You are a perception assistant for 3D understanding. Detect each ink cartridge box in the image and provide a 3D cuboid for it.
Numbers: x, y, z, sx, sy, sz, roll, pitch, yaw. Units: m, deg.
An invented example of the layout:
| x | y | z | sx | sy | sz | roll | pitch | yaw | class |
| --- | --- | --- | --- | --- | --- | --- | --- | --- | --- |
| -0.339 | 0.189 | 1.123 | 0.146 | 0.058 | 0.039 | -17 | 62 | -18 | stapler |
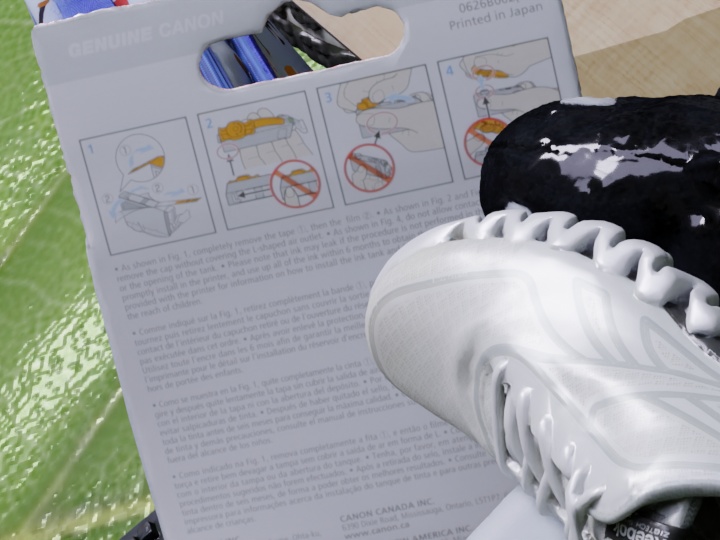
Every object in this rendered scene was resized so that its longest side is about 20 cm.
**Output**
| x | y | z | sx | sy | sz | roll | pitch | yaw | class |
| --- | --- | --- | --- | --- | --- | --- | --- | --- | --- |
| 0.000 | 0.000 | 0.864 | 0.161 | 0.201 | 0.050 | -12 | 16 | 7 | ink cartridge box |

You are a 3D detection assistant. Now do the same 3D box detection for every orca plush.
| x | y | z | sx | sy | sz | roll | pitch | yaw | class |
| --- | --- | --- | --- | --- | --- | --- | --- | --- | --- |
| 0.115 | 0.001 | 0.755 | 0.200 | 0.071 | 0.105 | 38 | 91 | 22 | orca plush |

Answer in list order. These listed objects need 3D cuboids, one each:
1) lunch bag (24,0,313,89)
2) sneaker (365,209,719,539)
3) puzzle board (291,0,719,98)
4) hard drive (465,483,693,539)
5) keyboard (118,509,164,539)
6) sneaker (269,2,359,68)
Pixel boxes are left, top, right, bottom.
| x | y | z | sx | sy | sz | roll | pitch | yaw | class |
| --- | --- | --- | --- | --- | --- | --- | --- | --- | --- |
| -0.043 | -0.036 | 0.973 | 0.075 | 0.160 | 0.200 | -37 | 42 | 6 | lunch bag |
| 0.071 | 0.044 | 0.730 | 0.199 | 0.075 | 0.081 | 22 | 48 | 36 | sneaker |
| 0.078 | -0.105 | 0.963 | 0.200 | 0.017 | 0.151 | 41 | 96 | 17 | puzzle board |
| 0.121 | 0.063 | 0.783 | 0.131 | 0.027 | 0.200 | 15 | 36 | 28 | hard drive |
| -0.034 | 0.144 | 0.924 | 0.127 | 0.021 | 0.200 | -36 | 44 | 7 | keyboard |
| 0.048 | -0.120 | 1.044 | 0.199 | 0.077 | 0.089 | 5 | 37 | 20 | sneaker |
